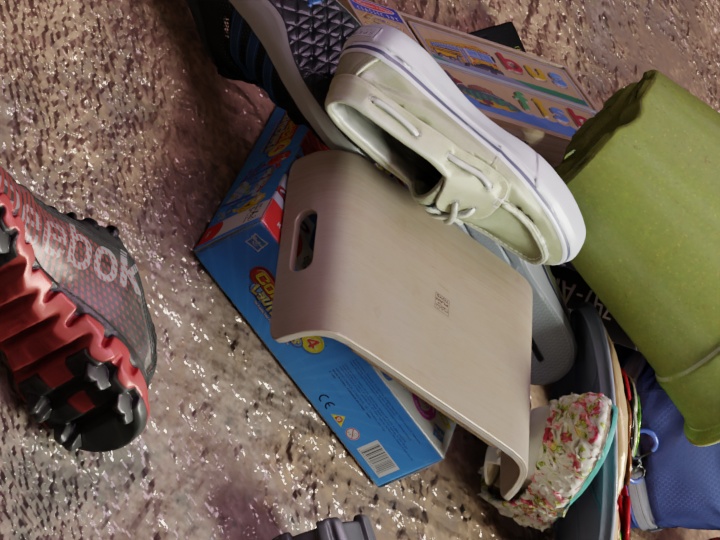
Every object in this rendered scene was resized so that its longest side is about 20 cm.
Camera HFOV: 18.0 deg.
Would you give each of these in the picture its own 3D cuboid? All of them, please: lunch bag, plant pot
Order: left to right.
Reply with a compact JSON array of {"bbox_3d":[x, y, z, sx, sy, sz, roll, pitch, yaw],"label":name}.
[{"bbox_3d":[0.240,0.113,1.685,0.200,0.132,0.137,-29,111,-58],"label":"lunch bag"},{"bbox_3d":[0.215,-0.024,1.477,0.190,0.200,0.200,42,34,-5],"label":"plant pot"}]

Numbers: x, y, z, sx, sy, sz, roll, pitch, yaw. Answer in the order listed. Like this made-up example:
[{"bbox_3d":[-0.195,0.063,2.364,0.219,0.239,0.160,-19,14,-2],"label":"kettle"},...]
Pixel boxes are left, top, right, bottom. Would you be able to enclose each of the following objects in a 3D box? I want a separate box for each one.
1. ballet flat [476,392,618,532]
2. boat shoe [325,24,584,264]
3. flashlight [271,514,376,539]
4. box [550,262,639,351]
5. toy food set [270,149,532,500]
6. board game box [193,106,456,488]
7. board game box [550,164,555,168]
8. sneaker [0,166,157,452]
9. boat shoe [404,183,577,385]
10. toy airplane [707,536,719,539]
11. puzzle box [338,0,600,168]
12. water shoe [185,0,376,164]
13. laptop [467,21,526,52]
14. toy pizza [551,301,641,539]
[{"bbox_3d":[0.113,0.124,1.458,0.064,0.200,0.076,15,67,-1],"label":"ballet flat"},{"bbox_3d":[0.054,-0.062,1.379,0.200,0.072,0.062,42,63,-20],"label":"boat shoe"},{"bbox_3d":[0.002,0.241,1.279,0.068,0.068,0.201,1,66,-52],"label":"flashlight"},{"bbox_3d":[0.199,-0.003,1.687,0.200,0.159,0.044,-31,136,-60],"label":"box"},{"bbox_3d":[0.029,0.034,1.384,0.200,0.060,0.144,35,41,-28],"label":"toy food set"},{"bbox_3d":[0.000,0.000,1.464,0.200,0.056,0.196,53,33,-20],"label":"board game box"},{"bbox_3d":[0.110,-0.092,1.606,0.199,0.028,0.136,14,28,-31],"label":"board game box"},{"bbox_3d":[-0.171,-0.003,1.185,0.201,0.071,0.098,54,32,-22],"label":"sneaker"},{"bbox_3d":[0.083,-0.018,1.500,0.062,0.072,0.201,-73,140,-73],"label":"boat shoe"},{"bbox_3d":[0.314,0.253,1.629,0.141,0.198,0.201,55,32,-35],"label":"toy airplane"},{"bbox_3d":[0.084,-0.125,1.575,0.199,0.026,0.133,14,28,-30],"label":"puzzle box"},{"bbox_3d":[-0.050,-0.142,1.433,0.071,0.079,0.201,-28,79,-37],"label":"water shoe"},{"bbox_3d":[0.148,-0.105,1.714,0.177,0.103,0.201,-22,87,-56],"label":"laptop"},{"bbox_3d":[0.158,0.122,1.525,0.200,0.031,0.202,-179,-90,-85],"label":"toy pizza"}]
